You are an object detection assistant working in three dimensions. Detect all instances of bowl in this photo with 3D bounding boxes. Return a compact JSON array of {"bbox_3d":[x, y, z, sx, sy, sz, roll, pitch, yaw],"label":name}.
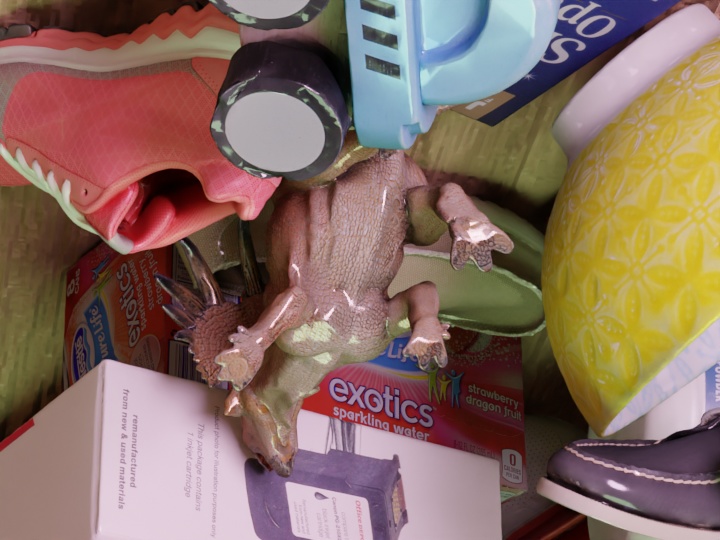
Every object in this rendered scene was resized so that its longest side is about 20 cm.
[{"bbox_3d":[0.137,-0.038,1.163,0.200,0.108,0.200,-38,171,-7],"label":"bowl"}]

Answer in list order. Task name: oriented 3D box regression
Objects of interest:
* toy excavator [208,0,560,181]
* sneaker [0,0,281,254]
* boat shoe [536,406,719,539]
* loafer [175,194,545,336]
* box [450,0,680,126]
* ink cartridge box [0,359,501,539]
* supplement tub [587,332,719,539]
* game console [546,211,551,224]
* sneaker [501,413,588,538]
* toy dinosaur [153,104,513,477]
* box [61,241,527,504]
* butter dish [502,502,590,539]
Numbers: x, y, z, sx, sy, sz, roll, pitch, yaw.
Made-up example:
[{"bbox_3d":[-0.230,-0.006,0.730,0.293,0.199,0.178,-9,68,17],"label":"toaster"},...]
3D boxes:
[{"bbox_3d":[0.049,-0.126,1.003,0.199,0.100,0.195,3,131,8],"label":"toy excavator"},{"bbox_3d":[-0.102,-0.047,1.159,0.200,0.087,0.074,-9,149,43],"label":"sneaker"},{"bbox_3d":[0.150,0.070,1.169,0.200,0.063,0.073,4,-167,-39],"label":"boat shoe"},{"bbox_3d":[0.000,0.000,1.290,0.199,0.068,0.076,16,154,-24],"label":"loafer"},{"bbox_3d":[0.046,-0.111,1.132,0.121,0.032,0.200,19,147,-33],"label":"box"},{"bbox_3d":[-0.057,0.122,1.290,0.200,0.085,0.145,16,149,-28],"label":"ink cartridge box"},{"bbox_3d":[0.209,0.081,1.316,0.199,0.145,0.145,4,151,-7],"label":"supplement tub"},{"bbox_3d":[0.206,-0.010,1.335,0.200,0.031,0.177,-16,145,24],"label":"game console"},{"bbox_3d":[0.008,0.098,1.473,0.199,0.074,0.116,-11,153,20],"label":"sneaker"},{"bbox_3d":[-0.013,-0.015,1.163,0.086,0.200,0.136,26,-177,-22],"label":"toy dinosaur"},{"bbox_3d":[-0.029,0.050,1.353,0.200,0.100,0.095,17,148,-31],"label":"box"},{"bbox_3d":[0.169,0.169,1.462,0.199,0.148,0.200,-34,158,2],"label":"butter dish"}]
